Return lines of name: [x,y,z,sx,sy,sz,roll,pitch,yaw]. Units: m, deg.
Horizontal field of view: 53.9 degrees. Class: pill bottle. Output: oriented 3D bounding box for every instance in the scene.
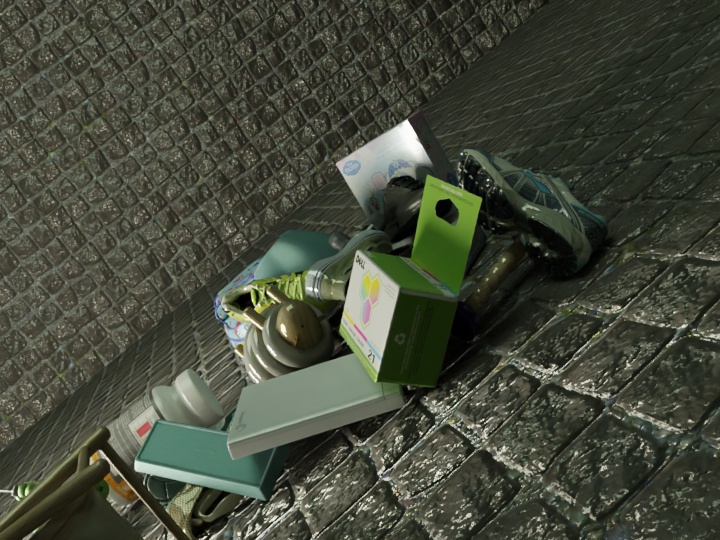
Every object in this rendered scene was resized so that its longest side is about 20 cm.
pill bottle: [-0.317,0.254,1.099,0.199,0.117,0.116,-39,13,-5]

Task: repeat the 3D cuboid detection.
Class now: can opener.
can opener: [-0.002,-0.060,1.115,0.054,0.066,0.200,-61,-1,17]

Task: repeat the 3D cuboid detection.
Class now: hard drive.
hard drive: [-0.049,0.145,0.814,0.196,0.027,0.132,-18,17,5]

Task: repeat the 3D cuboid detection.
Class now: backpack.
backpack: [-0.180,0.075,1.313,0.181,0.135,0.200,-38,16,-1]

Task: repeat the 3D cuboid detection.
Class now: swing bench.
swing bench: [-0.234,0.284,0.593,0.199,0.201,0.129,-40,13,-15]

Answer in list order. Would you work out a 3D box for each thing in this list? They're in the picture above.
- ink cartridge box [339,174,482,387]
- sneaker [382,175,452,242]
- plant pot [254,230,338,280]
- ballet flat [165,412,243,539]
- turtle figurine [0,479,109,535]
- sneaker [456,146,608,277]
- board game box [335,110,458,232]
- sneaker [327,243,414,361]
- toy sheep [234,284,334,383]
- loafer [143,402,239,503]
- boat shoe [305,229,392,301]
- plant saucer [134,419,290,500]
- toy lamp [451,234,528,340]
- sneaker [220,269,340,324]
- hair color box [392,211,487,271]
ink cartridge box: [0.048,0.001,0.774,0.148,0.074,0.205,-137,57,-66]
sneaker: [0.073,-0.105,1.068,0.074,0.093,0.200,-13,-7,-21]
plant pot: [-0.095,0.015,1.152,0.201,0.134,0.200,-51,0,0]
ballet flat: [-0.151,0.239,0.856,0.074,0.069,0.201,8,49,42]
turtle figurine: [-0.440,0.372,0.989,0.191,0.199,0.147,-25,51,28]
sneaker: [0.190,-0.076,0.800,0.085,0.200,0.078,-30,-31,-25]
board game box: [0.076,-0.132,1.169,0.043,0.201,0.198,-40,13,-37]
sneaker: [0.014,0.056,0.906,0.198,0.107,0.075,-36,13,7]
toy sheep: [-0.101,0.109,0.968,0.138,0.137,0.202,-46,-14,-36]
loafer: [-0.199,0.245,0.963,0.198,0.072,0.063,-34,-8,-15]
boat shoe: [0.000,0.000,0.964,0.061,0.074,0.199,14,28,26]
plant saucer: [-0.180,0.217,0.834,0.195,0.019,0.071,4,52,25]
toy lamp: [0.167,-0.006,0.821,0.200,0.059,0.058,-44,15,-25]
sneaker: [-0.114,0.043,1.026,0.196,0.077,0.076,-18,-12,25]
hair color box: [0.083,-0.011,1.050,0.198,0.061,0.100,-26,18,44]
